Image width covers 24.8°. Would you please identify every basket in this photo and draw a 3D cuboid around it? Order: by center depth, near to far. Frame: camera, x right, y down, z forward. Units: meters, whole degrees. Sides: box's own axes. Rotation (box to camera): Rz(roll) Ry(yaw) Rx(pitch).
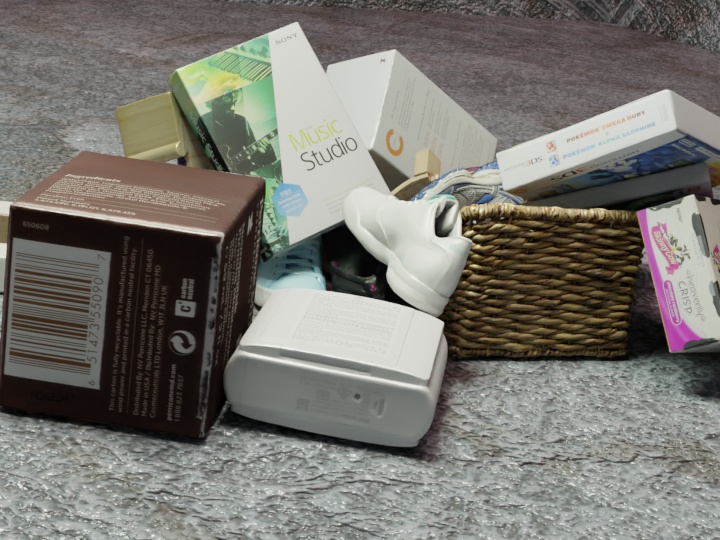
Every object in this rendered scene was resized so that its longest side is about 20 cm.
[{"bbox_3d":[0.154,-0.007,1.560,0.200,0.149,0.143,0,18,-22],"label":"basket"}]

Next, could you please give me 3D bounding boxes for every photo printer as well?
[{"bbox_3d":[-0.014,0.072,1.343,0.166,0.070,0.200,10,16,4],"label":"photo printer"}]

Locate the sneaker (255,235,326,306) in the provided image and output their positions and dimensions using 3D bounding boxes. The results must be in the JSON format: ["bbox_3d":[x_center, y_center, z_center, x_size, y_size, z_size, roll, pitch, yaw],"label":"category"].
[{"bbox_3d":[-0.069,-0.015,1.596,0.074,0.082,0.200,3,17,-12],"label":"sneaker"}]

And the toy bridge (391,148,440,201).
[{"bbox_3d":[-0.005,-0.068,1.675,0.200,0.067,0.027,-16,-41,30],"label":"toy bridge"}]

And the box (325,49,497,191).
[{"bbox_3d":[0.048,-0.132,1.794,0.097,0.125,0.200,-7,-30,39],"label":"box"}]

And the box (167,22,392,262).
[{"bbox_3d":[-0.076,-0.125,1.569,0.144,0.200,0.036,-27,-6,-29],"label":"box"}]

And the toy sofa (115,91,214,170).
[{"bbox_3d":[-0.144,-0.132,1.652,0.083,0.098,0.200,-9,3,40],"label":"toy sofa"}]

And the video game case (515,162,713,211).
[{"bbox_3d":[0.249,-0.050,1.619,0.200,0.023,0.182,-12,-16,12],"label":"video game case"}]

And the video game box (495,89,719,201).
[{"bbox_3d":[0.257,-0.103,1.564,0.182,0.047,0.200,-17,-17,32],"label":"video game box"}]

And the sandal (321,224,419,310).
[{"bbox_3d":[-0.001,0.000,1.542,0.075,0.048,0.201,-23,40,0],"label":"sandal"}]

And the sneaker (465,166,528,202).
[{"bbox_3d":[0.154,-0.084,1.791,0.200,0.075,0.090,-4,12,-26],"label":"sneaker"}]

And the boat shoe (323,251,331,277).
[{"bbox_3d":[-0.023,-0.046,1.736,0.072,0.076,0.200,1,18,-23],"label":"boat shoe"}]

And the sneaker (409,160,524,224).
[{"bbox_3d":[0.108,-0.053,1.631,0.200,0.077,0.085,-20,74,-49],"label":"sneaker"}]

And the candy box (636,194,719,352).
[{"bbox_3d":[0.338,0.007,1.547,0.061,0.137,0.200,-17,-12,30],"label":"candy box"}]

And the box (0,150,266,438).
[{"bbox_3d":[-0.176,0.013,1.298,0.164,0.166,0.200,8,17,4],"label":"box"}]

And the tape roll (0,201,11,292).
[{"bbox_3d":[-0.346,-0.025,1.583,0.202,0.037,0.203,7,17,-2],"label":"tape roll"}]

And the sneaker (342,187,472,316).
[{"bbox_3d":[0.051,-0.039,1.476,0.075,0.089,0.200,27,15,-32],"label":"sneaker"}]
